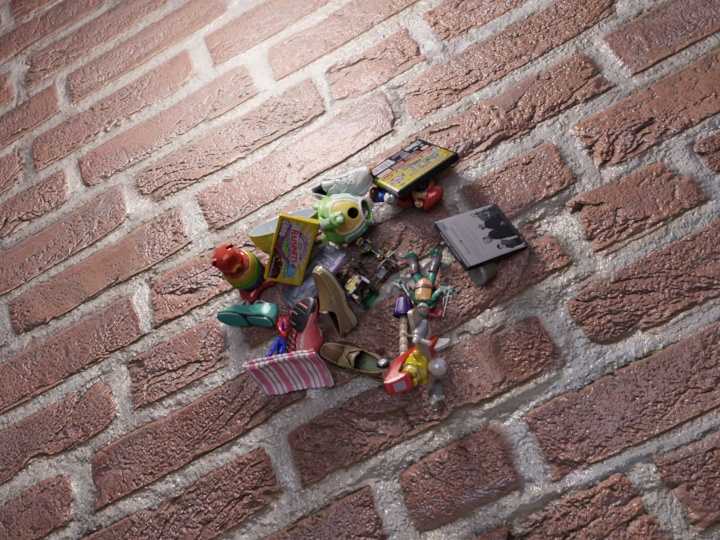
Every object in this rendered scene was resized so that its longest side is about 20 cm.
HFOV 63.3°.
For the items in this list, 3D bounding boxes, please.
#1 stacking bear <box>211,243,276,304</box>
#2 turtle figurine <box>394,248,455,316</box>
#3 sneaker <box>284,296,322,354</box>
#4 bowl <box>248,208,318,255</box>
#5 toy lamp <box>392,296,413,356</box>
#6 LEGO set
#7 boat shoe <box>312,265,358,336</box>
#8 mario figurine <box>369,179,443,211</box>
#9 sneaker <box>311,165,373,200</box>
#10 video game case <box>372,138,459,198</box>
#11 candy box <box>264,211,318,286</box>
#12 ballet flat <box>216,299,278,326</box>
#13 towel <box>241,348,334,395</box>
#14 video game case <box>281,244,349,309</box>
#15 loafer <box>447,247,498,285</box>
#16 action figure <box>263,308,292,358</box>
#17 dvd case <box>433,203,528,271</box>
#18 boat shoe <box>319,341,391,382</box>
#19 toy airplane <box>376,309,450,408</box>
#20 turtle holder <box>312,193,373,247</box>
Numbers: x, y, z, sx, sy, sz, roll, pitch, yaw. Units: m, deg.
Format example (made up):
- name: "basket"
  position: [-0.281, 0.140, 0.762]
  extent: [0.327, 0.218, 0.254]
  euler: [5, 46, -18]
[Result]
- name: "stacking bear"
  position: [-0.328, -0.007, 1.584]
  extent: [0.121, 0.200, 0.114]
  euler: [-42, 64, -2]
- name: "turtle figurine"
  position: [0.159, 0.042, 1.471]
  extent: [0.149, 0.101, 0.201]
  euler: [3, 54, 2]
- name: "sneaker"
  position: [-0.133, 0.156, 1.490]
  extent: [0.074, 0.087, 0.201]
  euler: [37, 118, 47]
- name: "bowl"
  position: [-0.196, -0.087, 1.614]
  extent: [0.199, 0.200, 0.108]
  euler: [-15, 109, 11]
- name: "toy lamp"
  position: [0.110, 0.165, 1.462]
  extent: [0.058, 0.058, 0.201]
  euler: [-6, 70, 15]
- name: "LEGO set"
  position: [0.000, 0.000, 1.525]
  extent: [0.200, 0.116, 0.154]
  euler: [-45, 64, -3]
- name: "boat shoe"
  position: [-0.075, 0.082, 1.474]
  extent: [0.076, 0.200, 0.072]
  euler: [-41, 26, -25]
- name: "mario figurine"
  position: [0.127, -0.227, 1.578]
  extent: [0.199, 0.106, 0.124]
  euler: [8, 82, 23]
- name: "sneaker"
  position: [-0.053, -0.234, 1.608]
  extent: [0.200, 0.092, 0.076]
  euler: [-25, 68, 39]
- name: "video game case"
  position: [0.135, -0.280, 1.578]
  extent: [0.200, 0.026, 0.181]
  euler: [-34, 36, -14]
- name: "candy box"
  position: [-0.181, -0.053, 1.519]
  extent: [0.102, 0.201, 0.026]
  euler: [10, 32, -14]
- name: "ballet flat"
  position: [-0.303, 0.115, 1.604]
  extent: [0.199, 0.067, 0.071]
  euler: [-1, 48, 30]
- name: "towel"
  position: [-0.181, 0.261, 1.465]
  extent: [0.199, 0.147, 0.030]
  euler: [-13, 45, 13]
- name: "video game case"
  position: [-0.123, 0.021, 1.565]
  extent: [0.200, 0.019, 0.143]
  euler: [-51, 29, -5]
- name: "loafer"
  position: [0.284, -0.048, 1.491]
  extent: [0.069, 0.075, 0.200]
  euler: [-10, 58, -26]
- name: "action figure"
  position: [-0.198, 0.194, 1.530]
  extent: [0.099, 0.065, 0.201]
  euler: [-3, 64, 52]
- name: "dvd case"
  position: [0.302, -0.087, 1.461]
  extent: [0.199, 0.025, 0.151]
  euler: [-18, 61, -26]
- name: "boat shoe"
  position: [-0.012, 0.220, 1.468]
  extent: [0.199, 0.074, 0.076]
  euler: [13, 74, 21]
- name: "toy airplane"
  position: [0.150, 0.210, 1.352]
  extent: [0.141, 0.200, 0.200]
  euler: [6, 73, 48]
- name: "turtle holder"
  position: [-0.049, -0.147, 1.555]
  extent: [0.131, 0.185, 0.142]
  euler: [-15, 67, 21]
